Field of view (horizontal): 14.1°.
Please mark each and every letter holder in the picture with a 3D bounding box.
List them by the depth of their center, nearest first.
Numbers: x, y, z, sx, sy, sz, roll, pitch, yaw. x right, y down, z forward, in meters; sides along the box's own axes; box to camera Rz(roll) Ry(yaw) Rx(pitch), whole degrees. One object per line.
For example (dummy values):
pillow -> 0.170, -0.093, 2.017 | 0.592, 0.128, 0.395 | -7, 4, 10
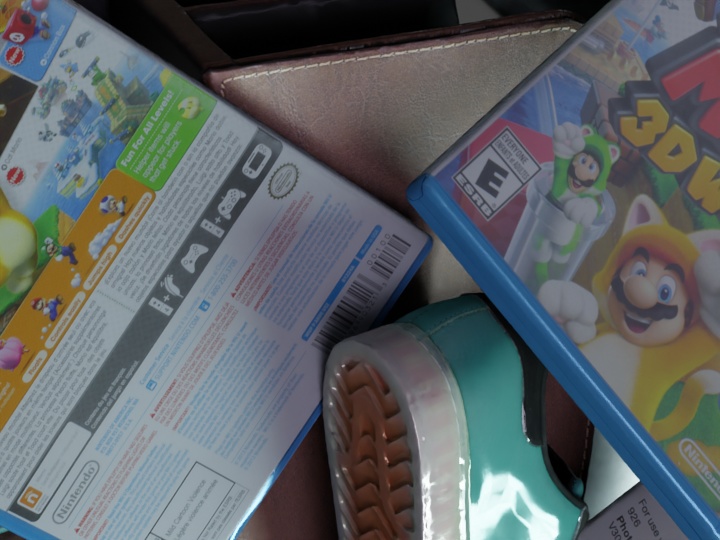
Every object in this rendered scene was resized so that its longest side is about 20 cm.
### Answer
letter holder -> 0.000, 0.000, 0.969 | 0.141, 0.101, 0.201 | -10, 117, -19

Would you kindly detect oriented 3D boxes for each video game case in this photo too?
video game case -> -0.089, 0.003, 0.855 | 0.200, 0.018, 0.144 | 32, 95, -34
video game case -> 0.128, -0.032, 0.905 | 0.200, 0.018, 0.143 | -42, 94, -24

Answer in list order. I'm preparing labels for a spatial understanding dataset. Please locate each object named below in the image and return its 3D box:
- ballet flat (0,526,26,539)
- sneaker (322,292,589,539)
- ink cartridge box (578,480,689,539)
ballet flat -> -0.129, 0.089, 0.964 | 0.199, 0.068, 0.062 | -25, 135, 19
sneaker -> 0.037, 0.097, 0.931 | 0.080, 0.071, 0.201 | -21, 129, -28
ink cartridge box -> 0.109, 0.140, 1.012 | 0.145, 0.084, 0.200 | -1, 147, -44
